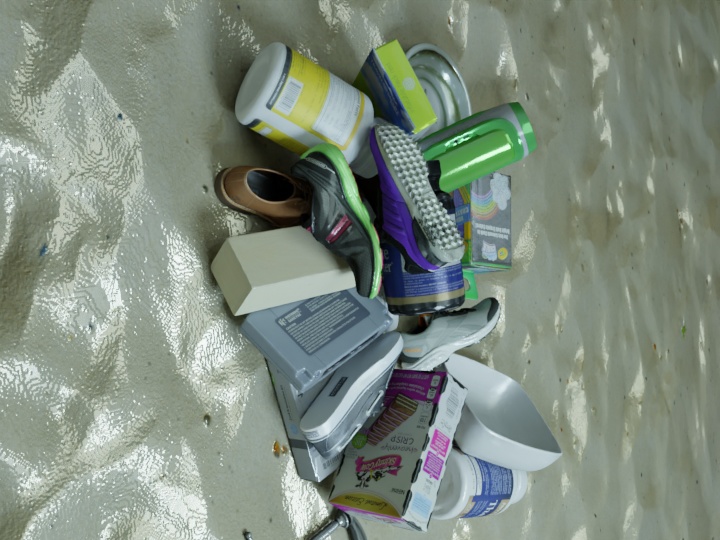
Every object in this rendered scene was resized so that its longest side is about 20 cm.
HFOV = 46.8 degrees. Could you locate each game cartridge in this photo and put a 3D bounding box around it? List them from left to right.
[{"bbox_3d":[-0.058,0.065,1.089,0.133,0.042,0.199,41,40,16],"label":"game cartridge"}]

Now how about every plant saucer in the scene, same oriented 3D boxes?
[{"bbox_3d":[0.105,-0.258,1.332,0.199,0.050,0.203,8,79,-47],"label":"plant saucer"}]

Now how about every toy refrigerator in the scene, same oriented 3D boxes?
[{"bbox_3d":[-0.085,-0.006,1.067,0.199,0.070,0.076,-14,64,-40],"label":"toy refrigerator"}]

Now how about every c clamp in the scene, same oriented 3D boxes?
[{"bbox_3d":[-0.058,0.391,1.126,0.199,0.027,0.173,-20,102,-46],"label":"c clamp"}]

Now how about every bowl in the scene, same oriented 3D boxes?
[{"bbox_3d":[0.202,0.233,1.321,0.199,0.200,0.075,25,112,-31],"label":"bowl"}]

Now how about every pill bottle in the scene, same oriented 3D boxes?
[{"bbox_3d":[-0.054,-0.200,1.082,0.199,0.112,0.113,26,68,-28],"label":"pill bottle"},{"bbox_3d":[0.080,-0.046,1.144,0.111,0.111,0.203,-12,96,-47],"label":"pill bottle"},{"bbox_3d":[0.180,0.336,1.328,0.199,0.110,0.112,13,78,-46],"label":"pill bottle"}]

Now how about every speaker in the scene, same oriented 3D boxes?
[{"bbox_3d":[0.151,-0.171,1.216,0.088,0.198,0.089,-23,90,-85],"label":"speaker"}]

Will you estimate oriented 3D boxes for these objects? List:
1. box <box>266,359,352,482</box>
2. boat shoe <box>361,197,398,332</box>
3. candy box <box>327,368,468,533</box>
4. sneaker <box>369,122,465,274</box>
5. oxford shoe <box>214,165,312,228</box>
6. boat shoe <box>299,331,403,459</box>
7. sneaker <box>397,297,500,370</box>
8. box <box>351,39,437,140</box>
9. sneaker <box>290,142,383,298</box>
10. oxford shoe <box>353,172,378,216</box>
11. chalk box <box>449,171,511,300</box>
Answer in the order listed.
[{"bbox_3d":[-0.045,0.163,1.147,0.155,0.041,0.202,-27,108,-46],"label":"box"},{"bbox_3d":[0.000,0.000,1.200,0.069,0.071,0.202,-20,107,-18],"label":"boat shoe"},{"bbox_3d":[0.051,0.235,1.119,0.061,0.135,0.202,39,60,-38],"label":"candy box"},{"bbox_3d":[0.045,-0.084,1.055,0.069,0.099,0.202,-16,78,-48],"label":"sneaker"},{"bbox_3d":[-0.087,-0.090,1.083,0.199,0.071,0.072,11,79,-40],"label":"oxford shoe"},{"bbox_3d":[0.001,0.166,1.116,0.200,0.071,0.068,-49,120,-35],"label":"boat shoe"},{"bbox_3d":[0.140,0.088,1.306,0.199,0.074,0.080,-28,98,-25],"label":"sneaker"},{"bbox_3d":[0.044,-0.234,1.150,0.047,0.200,0.123,-29,92,-9],"label":"box"},{"bbox_3d":[-0.029,-0.056,1.042,0.083,0.077,0.202,-23,93,-3],"label":"sneaker"},{"bbox_3d":[-0.003,-0.148,1.202,0.084,0.072,0.201,-35,103,-36],"label":"oxford shoe"},{"bbox_3d":[0.160,-0.055,1.329,0.124,0.123,0.203,7,83,-48],"label":"chalk box"}]
